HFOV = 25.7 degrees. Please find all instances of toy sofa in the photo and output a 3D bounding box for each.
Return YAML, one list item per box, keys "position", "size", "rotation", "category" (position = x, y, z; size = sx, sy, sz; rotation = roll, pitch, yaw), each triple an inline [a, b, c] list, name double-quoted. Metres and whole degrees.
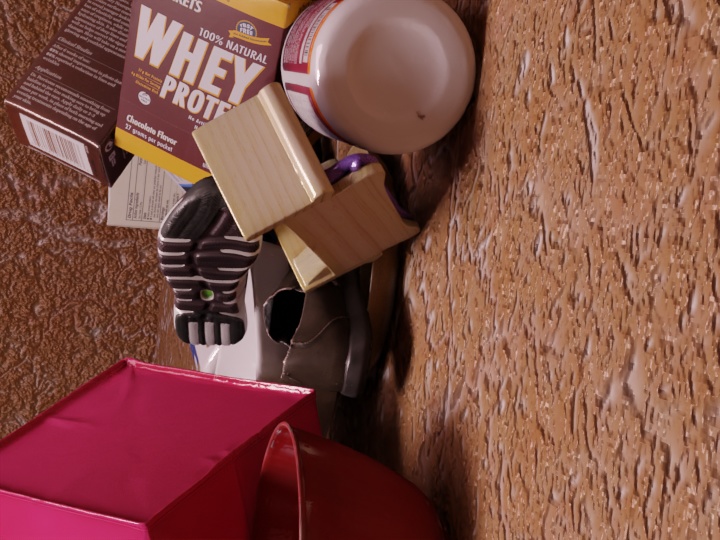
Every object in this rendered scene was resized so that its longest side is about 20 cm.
- position: [-0.031, -0.057, 1.056]
  size: [0.083, 0.097, 0.200]
  rotation: [63, -176, 14]
  category: "toy sofa"

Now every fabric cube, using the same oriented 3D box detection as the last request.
- position: [-0.144, 0.203, 1.148]
  size: [0.200, 0.196, 0.200]
  rotation: [-34, -59, -46]
  category: "fabric cube"

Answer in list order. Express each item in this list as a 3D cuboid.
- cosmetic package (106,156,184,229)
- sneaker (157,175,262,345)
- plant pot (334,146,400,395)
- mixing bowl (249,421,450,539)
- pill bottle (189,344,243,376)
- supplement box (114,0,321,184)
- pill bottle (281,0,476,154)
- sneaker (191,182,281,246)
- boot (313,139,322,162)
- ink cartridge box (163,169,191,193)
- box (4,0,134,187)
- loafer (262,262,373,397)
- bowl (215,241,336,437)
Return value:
- position: [-0.158, -0.101, 1.623]
  size: [0.087, 0.199, 0.104]
  rotation: [-103, 22, -57]
  category: "cosmetic package"
- position: [-0.114, -0.037, 1.204]
  size: [0.200, 0.075, 0.116]
  rotation: [104, 169, -55]
  category: "sneaker"
- position: [0.000, 0.000, 1.250]
  size: [0.200, 0.027, 0.201]
  rotation: [-174, 90, -78]
  category: "plant pot"
- position: [-0.006, 0.199, 0.988]
  size: [0.200, 0.108, 0.201]
  rotation: [-174, 90, -77]
  category: "mixing bowl"
- position: [-0.112, 0.055, 1.518]
  size: [0.200, 0.111, 0.111]
  rotation: [-117, 34, -60]
  category: "pill bottle"
- position: [-0.087, -0.199, 1.299]
  size: [0.197, 0.132, 0.200]
  rotation: [-50, -19, -47]
  category: "supplement box"
- position: [0.004, -0.141, 1.092]
  size: [0.200, 0.109, 0.110]
  rotation: [-142, 59, -76]
  category: "pill bottle"
- position: [-0.112, -0.017, 1.370]
  size: [0.079, 0.075, 0.200]
  rotation: [-53, -23, -10]
  category: "sneaker"
- position: [-0.052, -0.097, 1.483]
  size: [0.097, 0.074, 0.201]
  rotation: [-5, 82, 62]
  category: "boot"
- position: [-0.132, -0.174, 1.506]
  size: [0.047, 0.198, 0.200]
  rotation: [5, 55, 47]
  category: "ink cartridge box"
- position: [-0.210, -0.182, 1.370]
  size: [0.200, 0.100, 0.075]
  rotation: [-58, -14, -23]
  category: "box"
- position: [-0.038, 0.020, 1.181]
  size: [0.200, 0.071, 0.073]
  rotation: [-108, 26, -62]
  category: "loafer"
- position: [-0.071, 0.098, 1.301]
  size: [0.200, 0.074, 0.200]
  rotation: [-96, 16, -46]
  category: "bowl"
